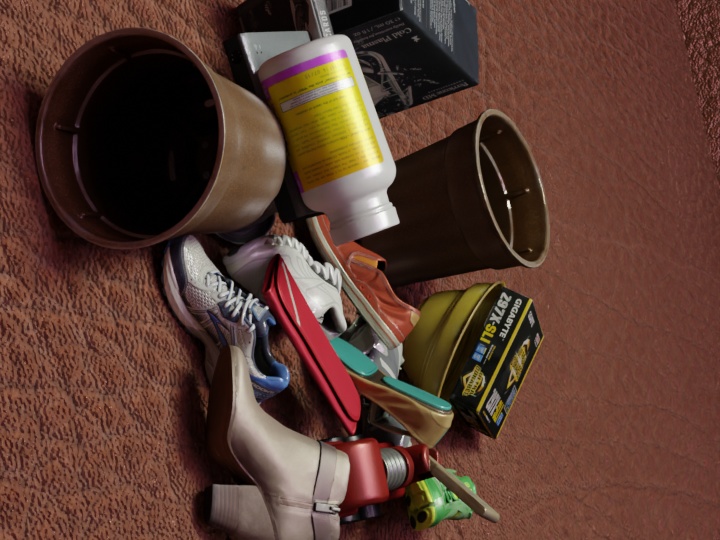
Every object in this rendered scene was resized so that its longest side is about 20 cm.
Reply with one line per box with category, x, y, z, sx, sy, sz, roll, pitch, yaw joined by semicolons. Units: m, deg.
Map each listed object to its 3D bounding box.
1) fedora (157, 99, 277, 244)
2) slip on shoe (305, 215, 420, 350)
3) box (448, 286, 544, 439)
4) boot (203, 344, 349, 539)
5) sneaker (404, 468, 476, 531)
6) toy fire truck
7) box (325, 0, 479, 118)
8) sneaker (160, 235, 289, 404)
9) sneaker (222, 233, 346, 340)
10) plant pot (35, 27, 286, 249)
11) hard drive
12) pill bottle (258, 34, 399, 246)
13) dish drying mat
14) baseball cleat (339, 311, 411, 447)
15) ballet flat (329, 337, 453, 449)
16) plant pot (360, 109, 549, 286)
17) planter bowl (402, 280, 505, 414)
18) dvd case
fedora;-0.126;-0.126;1.651;0.200;0.089;0.179;43;40;-43
slip on shoe;0.000;0.000;1.788;0.201;0.061;0.074;53;-2;18
box;0.180;0.124;1.975;0.161;0.049;0.200;-62;163;-9
boot;-0.081;0.184;1.524;0.144;0.070;0.203;8;82;-22
sneaker;0.094;0.261;1.788;0.200;0.082;0.075;30;52;-84
toy fire truck;0.032;0.229;1.629;0.175;0.198;0.130;5;70;-60
box;0.016;-0.296;1.890;0.196;0.198;0.126;31;50;-51
sneaker;-0.131;0.045;1.555;0.202;0.084;0.077;64;29;-15
sneaker;-0.076;0.020;1.669;0.199;0.075;0.082;27;40;-52
plant pot;-0.175;-0.118;1.466;0.198;0.198;0.203;4;72;-68
hard drive;-0.071;-0.156;1.635;0.139;0.033;0.203;-17;89;-60
pill bottle;-0.027;-0.131;1.558;0.104;0.103;0.202;-23;93;-62
dish drying mat;-0.049;0.080;1.625;0.201;0.018;0.077;60;18;-27
baseball cleat;0.009;0.140;1.794;0.106;0.069;0.202;38;34;-39
ballet flat;0.011;0.138;1.724;0.064;0.199;0.068;-65;160;13
plant pot;0.109;-0.077;1.923;0.200;0.196;0.203;38;44;-48
planter bowl;0.105;0.090;1.925;0.201;0.083;0.202;-56;160;-32
dvd case;-0.075;-0.235;1.752;0.025;0.150;0.203;-13;86;-37
